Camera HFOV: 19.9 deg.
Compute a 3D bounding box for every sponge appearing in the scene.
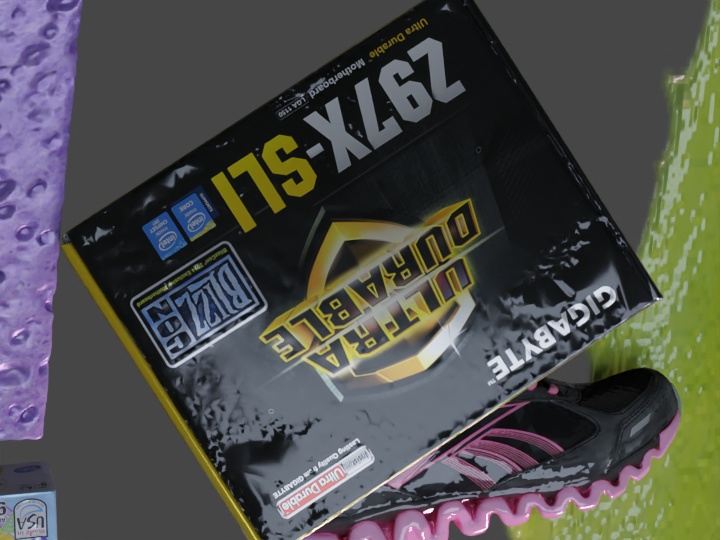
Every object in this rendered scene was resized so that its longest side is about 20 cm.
[{"bbox_3d":[-0.177,-0.029,0.835,0.111,0.030,0.201,3,106,-17],"label":"sponge"}]

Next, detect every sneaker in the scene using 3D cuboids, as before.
[{"bbox_3d":[0.047,0.067,0.912,0.199,0.079,0.096,-16,99,-12],"label":"sneaker"}]

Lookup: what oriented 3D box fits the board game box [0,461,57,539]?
[{"bbox_3d":[-0.229,0.158,0.877,0.199,0.034,0.135,-5,109,-15],"label":"board game box"}]

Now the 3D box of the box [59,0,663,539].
[{"bbox_3d":[0.000,0.000,0.856,0.200,0.049,0.160,-33,89,-4],"label":"box"}]
